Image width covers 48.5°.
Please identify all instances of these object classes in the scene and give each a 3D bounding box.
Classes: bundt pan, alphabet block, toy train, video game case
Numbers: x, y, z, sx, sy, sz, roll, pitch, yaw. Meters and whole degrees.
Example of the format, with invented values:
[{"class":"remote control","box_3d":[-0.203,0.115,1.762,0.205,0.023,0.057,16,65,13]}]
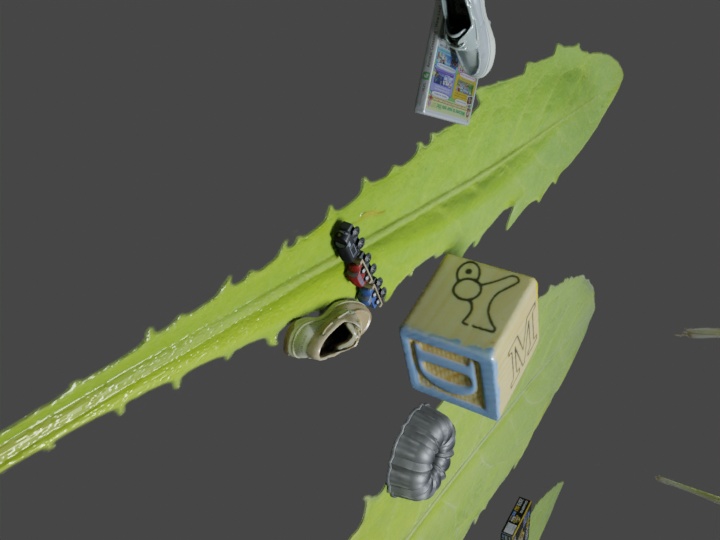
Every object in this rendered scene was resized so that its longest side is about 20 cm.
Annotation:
[{"class":"bundt pan","box_3d":[0.132,0.374,1.608,0.202,0.075,0.203,-40,139,-47]},{"class":"alphabet block","box_3d":[0.207,0.120,1.486,0.200,0.194,0.197,-53,148,-32]},{"class":"toy train","box_3d":[0.000,0.000,1.198,0.046,0.034,0.200,-57,149,-22]},{"class":"video game case","box_3d":[0.154,-0.340,1.314,0.200,0.022,0.183,-8,111,-62]}]

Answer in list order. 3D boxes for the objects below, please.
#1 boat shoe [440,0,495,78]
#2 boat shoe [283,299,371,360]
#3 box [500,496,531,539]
[{"class":"boat shoe","box_3d":[0.152,-0.372,1.206,0.072,0.070,0.202,-44,138,-28]},{"class":"boat shoe","box_3d":[-0.031,0.091,1.154,0.200,0.065,0.073,-13,116,-60]},{"class":"box","box_3d":[0.509,0.869,2.624,0.160,0.049,0.201,-48,143,-44]}]
